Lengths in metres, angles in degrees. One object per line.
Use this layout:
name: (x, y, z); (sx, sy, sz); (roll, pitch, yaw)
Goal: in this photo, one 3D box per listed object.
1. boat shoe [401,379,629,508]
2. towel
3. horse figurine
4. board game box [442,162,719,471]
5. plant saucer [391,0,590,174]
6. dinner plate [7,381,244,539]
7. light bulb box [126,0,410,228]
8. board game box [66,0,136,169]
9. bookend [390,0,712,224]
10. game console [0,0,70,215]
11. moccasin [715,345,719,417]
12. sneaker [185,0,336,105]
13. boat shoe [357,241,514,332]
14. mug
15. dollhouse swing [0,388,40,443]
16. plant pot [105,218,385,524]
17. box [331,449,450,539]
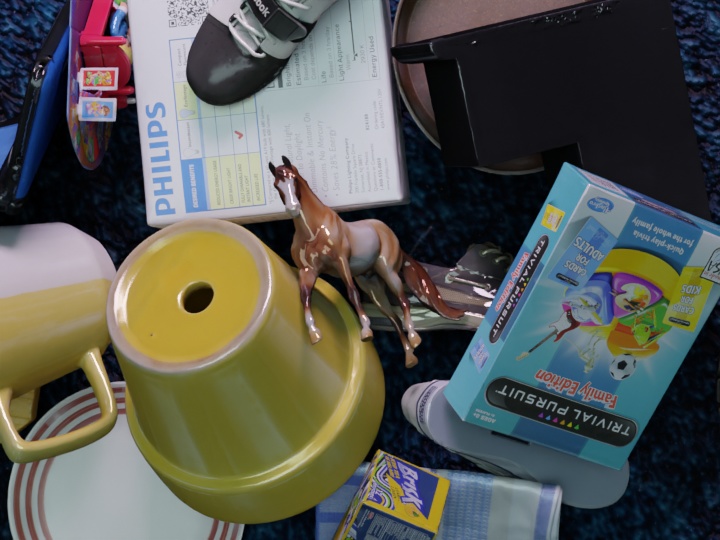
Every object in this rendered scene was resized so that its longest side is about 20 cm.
boat shoe: (0.118, 0.136, 1.381); (0.201, 0.086, 0.075); (20, 86, -24)
towel: (0.060, 0.218, 1.372); (0.199, 0.024, 0.147); (6, 124, 6)
horse figurine: (0.000, 0.000, 1.291); (0.050, 0.200, 0.133); (-30, 65, 28)
board game box: (0.175, 0.038, 1.288); (0.151, 0.047, 0.201); (19, 107, -26)
plant saucer: (0.116, -0.177, 1.375); (0.199, 0.034, 0.201); (-1, 95, -16)
dinner plate: (-0.192, 0.192, 1.428); (0.199, 0.024, 0.201); (0, 90, 5)
light bulb box: (-0.070, -0.139, 1.369); (0.199, 0.125, 0.199); (-6, 89, 5)
board game box: (-0.193, -0.179, 1.363); (0.039, 0.158, 0.201); (2, 89, 4)
bookend: (0.149, -0.098, 1.322); (0.198, 0.092, 0.201); (-16, 99, -16)
game console: (-0.298, -0.122, 1.339); (0.118, 0.200, 0.171); (15, 113, -8)
moccasin: (0.335, 0.033, 1.366); (0.077, 0.074, 0.202); (20, 82, 14)
sneaker: (-0.057, -0.204, 1.264); (0.074, 0.089, 0.200); (45, 93, 3)
boat shoe: (0.097, 0.013, 1.381); (0.199, 0.074, 0.074); (0, 90, 3)
mug: (-0.267, 0.048, 1.339); (0.153, 0.149, 0.187); (-15, 96, -34)
dollhouse swing: (-0.370, 0.047, 1.379); (0.175, 0.182, 0.201); (9, 90, 22)
plant pot: (-0.098, 0.064, 1.302); (0.200, 0.189, 0.201); (-7, 58, 12)
box: (0.000, 0.241, 1.343); (0.064, 0.070, 0.200); (25, 122, -2)
